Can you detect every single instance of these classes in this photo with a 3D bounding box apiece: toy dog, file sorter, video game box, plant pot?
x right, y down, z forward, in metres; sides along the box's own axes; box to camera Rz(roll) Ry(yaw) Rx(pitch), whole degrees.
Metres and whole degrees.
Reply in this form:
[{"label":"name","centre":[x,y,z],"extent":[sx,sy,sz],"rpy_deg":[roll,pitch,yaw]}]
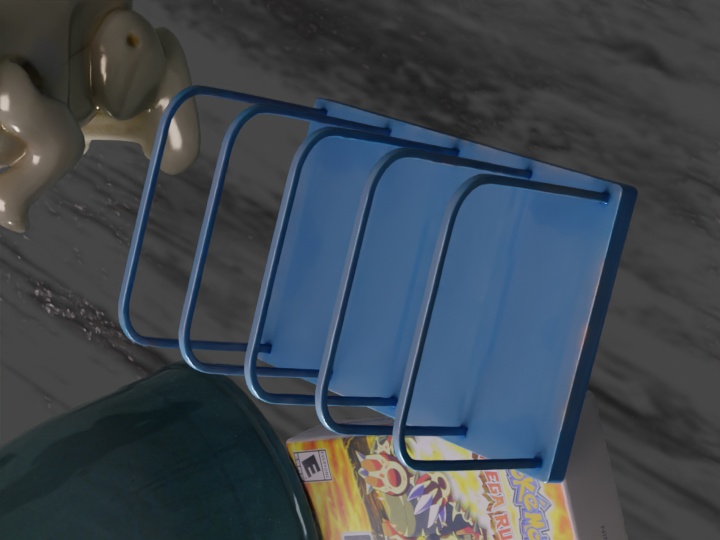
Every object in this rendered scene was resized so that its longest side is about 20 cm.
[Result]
[{"label":"toy dog","centre":[-0.200,-0.111,1.028],"extent":[0.139,0.199,0.195],"rpy_deg":[16,113,38]},{"label":"file sorter","centre":[0.000,0.000,0.902],"extent":[0.199,0.122,0.140],"rpy_deg":[20,99,42]},{"label":"video game box","centre":[0.059,0.169,0.980],"extent":[0.181,0.047,0.202],"rpy_deg":[-11,94,41]},{"label":"plant pot","centre":[-0.149,0.169,1.045],"extent":[0.200,0.187,0.202],"rpy_deg":[27,125,48]}]
